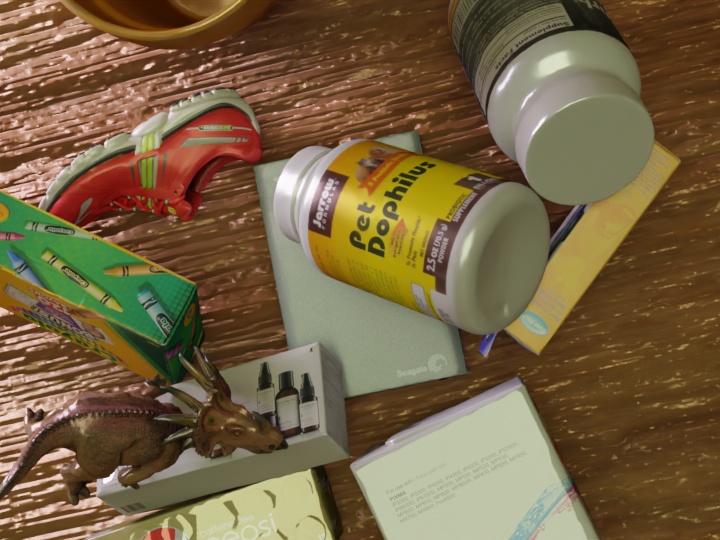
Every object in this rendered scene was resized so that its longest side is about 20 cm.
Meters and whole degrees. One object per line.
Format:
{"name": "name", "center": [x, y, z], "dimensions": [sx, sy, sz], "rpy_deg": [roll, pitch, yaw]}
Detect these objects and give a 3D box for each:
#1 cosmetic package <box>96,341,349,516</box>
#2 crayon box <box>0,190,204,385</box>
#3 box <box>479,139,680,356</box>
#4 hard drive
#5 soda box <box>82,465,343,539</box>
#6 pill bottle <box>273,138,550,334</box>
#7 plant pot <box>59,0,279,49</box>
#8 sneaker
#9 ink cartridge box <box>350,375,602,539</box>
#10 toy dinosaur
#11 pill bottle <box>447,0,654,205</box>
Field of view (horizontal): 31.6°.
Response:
{"name": "cosmetic package", "center": [-0.111, 0.125, 0.999], "dimensions": [0.199, 0.051, 0.083], "rpy_deg": [-18, 54, 16]}
{"name": "crayon box", "center": [-0.225, 0.013, 1.009], "dimensions": [0.199, 0.119, 0.059], "rpy_deg": [25, 69, 6]}
{"name": "box", "center": [0.162, -0.009, 0.978], "dimensions": [0.041, 0.119, 0.201], "rpy_deg": [34, 92, 2]}
{"name": "hard drive", "center": [0.000, 0.000, 1.037], "dimensions": [0.138, 0.033, 0.202], "rpy_deg": [-12, 87, 5]}
{"name": "soda box", "center": [-0.117, 0.215, 1.024], "dimensions": [0.199, 0.064, 0.068], "rpy_deg": [-19, 86, 5]}
{"name": "pill bottle", "center": [0.031, -0.032, 0.933], "dimensions": [0.199, 0.109, 0.110], "rpy_deg": [20, 90, 38]}
{"name": "plant pot", "center": [-0.129, -0.262, 0.980], "dimensions": [0.198, 0.183, 0.202], "rpy_deg": [0, 90, 10]}
{"name": "sneaker", "center": [-0.170, -0.072, 1.033], "dimensions": [0.199, 0.077, 0.085], "rpy_deg": [-30, 85, 4]}
{"name": "ink cartridge box", "center": [0.100, 0.199, 0.962], "dimensions": [0.144, 0.145, 0.201], "rpy_deg": [-26, 86, 4]}
{"name": "toy dinosaur", "center": [-0.166, 0.111, 0.910], "dimensions": [0.199, 0.135, 0.086], "rpy_deg": [-8, 78, -31]}
{"name": "pill bottle", "center": [0.139, -0.147, 0.941], "dimensions": [0.116, 0.117, 0.201], "rpy_deg": [-20, 43, 4]}
